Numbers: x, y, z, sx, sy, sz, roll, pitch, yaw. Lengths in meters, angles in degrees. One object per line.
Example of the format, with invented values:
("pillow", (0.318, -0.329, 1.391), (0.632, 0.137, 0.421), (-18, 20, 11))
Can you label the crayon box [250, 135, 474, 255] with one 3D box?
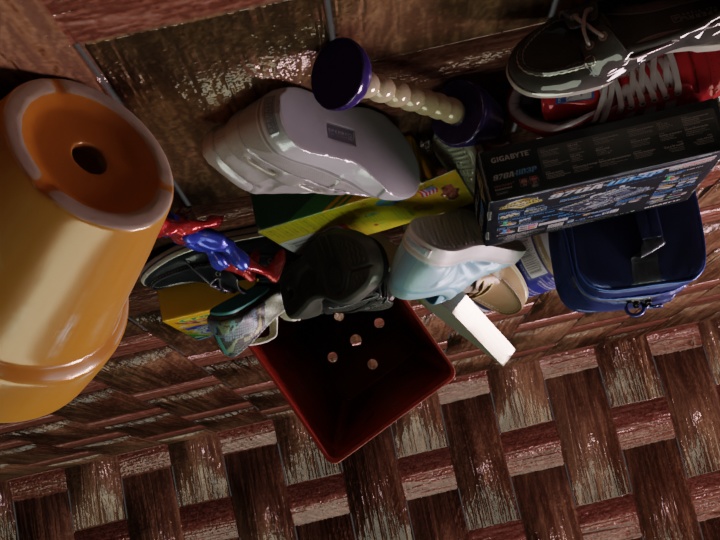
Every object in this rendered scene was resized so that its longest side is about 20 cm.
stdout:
("crayon box", (0.005, -0.074, 0.976), (0.197, 0.052, 0.127), (-15, 167, 12))

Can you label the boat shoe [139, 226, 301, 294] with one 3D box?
("boat shoe", (-0.148, -0.004, 1.098), (0.197, 0.063, 0.075), (-12, 169, 3))

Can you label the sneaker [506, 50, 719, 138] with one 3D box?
("sneaker", (0.214, -0.154, 0.804), (0.198, 0.072, 0.112), (-19, 169, 33))

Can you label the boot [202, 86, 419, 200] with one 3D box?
("boot", (-0.039, -0.096, 0.833), (0.095, 0.075, 0.199), (-15, 160, 36))

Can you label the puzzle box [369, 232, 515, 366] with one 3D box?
("puzzle box", (0.075, 0.021, 1.109), (0.025, 0.200, 0.133), (-50, 136, -3))

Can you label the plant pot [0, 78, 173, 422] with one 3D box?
("plant pot", (-0.229, -0.026, 0.694), (0.199, 0.202, 0.183), (2, 145, -48))

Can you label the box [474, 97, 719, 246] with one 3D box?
("box", (0.198, -0.079, 0.855), (0.197, 0.047, 0.159), (-13, 168, 4))

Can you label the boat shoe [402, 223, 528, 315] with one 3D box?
("boat shoe", (0.117, 0.000, 1.139), (0.199, 0.067, 0.074), (37, 132, -24))

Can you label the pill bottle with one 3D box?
("pill bottle", (0.177, -0.016, 1.239), (0.198, 0.117, 0.115), (-21, 164, 35))

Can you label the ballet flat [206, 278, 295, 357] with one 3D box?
("ballet flat", (-0.102, 0.040, 1.162), (0.199, 0.075, 0.074), (-32, -177, -43))

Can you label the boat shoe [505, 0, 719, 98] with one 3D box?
("boat shoe", (0.199, -0.181, 0.715), (0.197, 0.068, 0.057), (-16, 151, -7))

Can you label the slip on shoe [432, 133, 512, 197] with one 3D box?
("slip on shoe", (0.121, -0.105, 0.957), (0.061, 0.074, 0.200), (-49, 154, 3))

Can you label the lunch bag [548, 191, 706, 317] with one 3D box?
("lunch bag", (0.261, -0.050, 0.995), (0.134, 0.203, 0.132), (-7, 164, 1))

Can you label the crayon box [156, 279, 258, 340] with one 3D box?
("crayon box", (-0.179, 0.038, 1.263), (0.124, 0.052, 0.200), (-14, 166, 4))

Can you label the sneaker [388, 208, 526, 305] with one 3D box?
("sneaker", (0.090, -0.009, 0.987), (0.199, 0.074, 0.082), (-2, 130, -51))

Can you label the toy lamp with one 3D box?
("toy lamp", (0.045, -0.133, 0.771), (0.058, 0.059, 0.199), (-22, 161, 36))

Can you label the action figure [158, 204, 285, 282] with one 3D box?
("action figure", (-0.160, -0.036, 0.942), (0.065, 0.052, 0.199), (7, 171, 43))

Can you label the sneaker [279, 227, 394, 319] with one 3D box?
("sneaker", (0.000, 0.000, 1.013), (0.113, 0.077, 0.199), (-11, 169, -26))

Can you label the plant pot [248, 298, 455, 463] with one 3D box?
("plant pot", (-0.009, 0.104, 1.329), (0.199, 0.201, 0.176), (-36, 180, 4))
